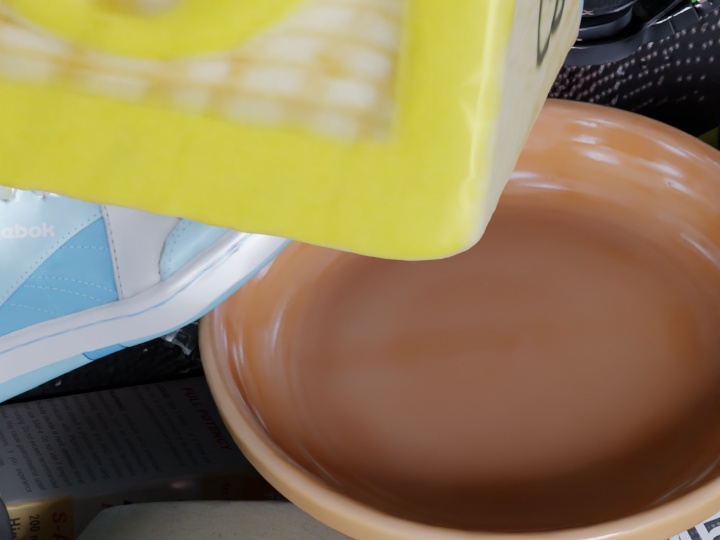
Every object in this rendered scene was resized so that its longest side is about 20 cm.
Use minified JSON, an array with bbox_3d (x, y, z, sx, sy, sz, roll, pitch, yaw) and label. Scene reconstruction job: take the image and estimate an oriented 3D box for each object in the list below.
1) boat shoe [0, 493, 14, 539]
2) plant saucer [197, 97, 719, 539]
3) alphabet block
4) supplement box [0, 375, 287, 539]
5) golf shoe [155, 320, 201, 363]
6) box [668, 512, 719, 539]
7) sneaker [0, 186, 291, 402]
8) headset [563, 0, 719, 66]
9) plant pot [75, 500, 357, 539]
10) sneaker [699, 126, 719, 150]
[{"bbox_3d":[-0.158,0.159,0.742,0.067,0.057,0.200,16,108,-27],"label":"boat shoe"},{"bbox_3d":[0.049,0.021,0.729,0.200,0.200,0.038,-20,137,-14],"label":"plant saucer"},{"bbox_3d":[-0.035,-0.136,0.618,0.196,0.200,0.196,9,114,10],"label":"alphabet block"},{"bbox_3d":[-0.120,0.118,0.816,0.200,0.074,0.126,-8,117,-21],"label":"supplement box"},{"bbox_3d":[0.000,0.000,0.825,0.200,0.078,0.095,11,88,-27],"label":"golf shoe"},{"bbox_3d":[0.182,0.067,0.787,0.200,0.044,0.160,-24,110,20],"label":"box"},{"bbox_3d":[-0.111,-0.035,0.718,0.200,0.080,0.131,-28,121,16],"label":"sneaker"},{"bbox_3d":[0.057,-0.115,0.772,0.200,0.094,0.124,-25,122,8],"label":"headset"},{"bbox_3d":[-0.038,0.144,0.728,0.200,0.200,0.135,5,78,-26],"label":"plant pot"},{"bbox_3d":[0.185,0.004,0.826,0.200,0.080,0.131,1,131,23],"label":"sneaker"}]
